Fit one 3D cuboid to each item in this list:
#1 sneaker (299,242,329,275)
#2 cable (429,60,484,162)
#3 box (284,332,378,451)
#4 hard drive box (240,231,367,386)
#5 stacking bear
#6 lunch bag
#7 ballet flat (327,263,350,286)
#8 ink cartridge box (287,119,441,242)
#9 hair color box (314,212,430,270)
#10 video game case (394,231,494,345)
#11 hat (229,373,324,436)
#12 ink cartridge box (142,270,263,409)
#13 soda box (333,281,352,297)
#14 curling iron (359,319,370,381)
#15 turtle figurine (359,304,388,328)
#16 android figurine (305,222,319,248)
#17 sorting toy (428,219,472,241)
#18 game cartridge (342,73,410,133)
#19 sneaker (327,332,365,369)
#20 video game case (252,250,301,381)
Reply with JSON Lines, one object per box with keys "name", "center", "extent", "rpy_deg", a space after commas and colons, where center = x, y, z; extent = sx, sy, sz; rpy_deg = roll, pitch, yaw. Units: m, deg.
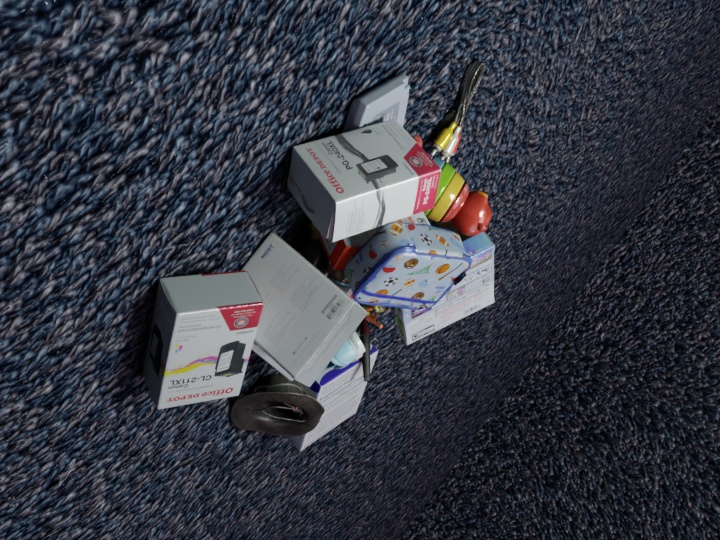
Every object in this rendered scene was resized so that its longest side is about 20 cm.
{"name": "sneaker", "center": [-0.086, 0.054, 1.613], "extent": [0.073, 0.088, 0.203], "rpy_deg": [7, 111, -40]}
{"name": "cable", "center": [0.197, -0.297, 1.792], "extent": [0.202, 0.050, 0.097], "rpy_deg": [-58, 154, 14]}
{"name": "box", "center": [-0.079, 0.241, 1.951], "extent": [0.183, 0.105, 0.202], "rpy_deg": [-28, 147, -44]}
{"name": "hard drive box", "center": [-0.114, 0.062, 1.526], "extent": [0.156, 0.199, 0.077], "rpy_deg": [-50, 157, -2]}
{"name": "stacking bear", "center": [0.150, -0.140, 1.698], "extent": [0.115, 0.199, 0.121], "rpy_deg": [-55, 180, 5]}
{"name": "lunch bag", "center": [0.080, 0.001, 1.538], "extent": [0.198, 0.076, 0.160], "rpy_deg": [10, 133, -41]}
{"name": "ballet flat", "center": [0.000, 0.000, 1.662], "extent": [0.076, 0.067, 0.200], "rpy_deg": [-64, 159, -2]}
{"name": "ink cartridge box", "center": [0.004, -0.145, 1.474], "extent": [0.198, 0.146, 0.084], "rpy_deg": [-19, 142, -26]}
{"name": "hair color box", "center": [0.031, -0.055, 1.585], "extent": [0.197, 0.102, 0.062], "rpy_deg": [0, 139, -32]}
{"name": "video game case", "center": [0.157, 0.036, 1.757], "extent": [0.198, 0.046, 0.182], "rpy_deg": [-25, 145, -10]}
{"name": "hat", "center": [-0.162, 0.249, 1.827], "extent": [0.202, 0.197, 0.082], "rpy_deg": [90, -1, -57]}
{"name": "ink cartridge box", "center": [-0.244, 0.107, 1.442], "extent": [0.144, 0.083, 0.202], "rpy_deg": [-7, 132, -31]}
{"name": "soda box", "center": [-0.018, 0.003, 1.785], "extent": [0.201, 0.068, 0.063], "rpy_deg": [-55, 155, 7]}
{"name": "curling iron", "center": [0.006, 0.125, 1.906], "extent": [0.050, 0.025, 0.204], "rpy_deg": [54, 33, -71]}
{"name": "turtle figurine", "center": [0.044, 0.034, 1.819], "extent": [0.064, 0.200, 0.163], "rpy_deg": [31, 94, -23]}
{"name": "android figurine", "center": [-0.002, -0.073, 1.664], "extent": [0.197, 0.041, 0.183], "rpy_deg": [-17, 144, -17]}
{"name": "sorting toy", "center": [0.133, -0.039, 1.849], "extent": [0.069, 0.199, 0.202], "rpy_deg": [-29, 148, -30]}
{"name": "game cartridge", "center": [0.019, -0.225, 1.587], "extent": [0.133, 0.040, 0.202], "rpy_deg": [-39, 153, -36]}
{"name": "sneaker", "center": [-0.043, 0.151, 1.797], "extent": [0.081, 0.075, 0.200], "rpy_deg": [-30, 173, -7]}
{"name": "video game case", "center": [-0.120, 0.085, 1.682], "extent": [0.183, 0.022, 0.200], "rpy_deg": [-48, 136, -4]}
